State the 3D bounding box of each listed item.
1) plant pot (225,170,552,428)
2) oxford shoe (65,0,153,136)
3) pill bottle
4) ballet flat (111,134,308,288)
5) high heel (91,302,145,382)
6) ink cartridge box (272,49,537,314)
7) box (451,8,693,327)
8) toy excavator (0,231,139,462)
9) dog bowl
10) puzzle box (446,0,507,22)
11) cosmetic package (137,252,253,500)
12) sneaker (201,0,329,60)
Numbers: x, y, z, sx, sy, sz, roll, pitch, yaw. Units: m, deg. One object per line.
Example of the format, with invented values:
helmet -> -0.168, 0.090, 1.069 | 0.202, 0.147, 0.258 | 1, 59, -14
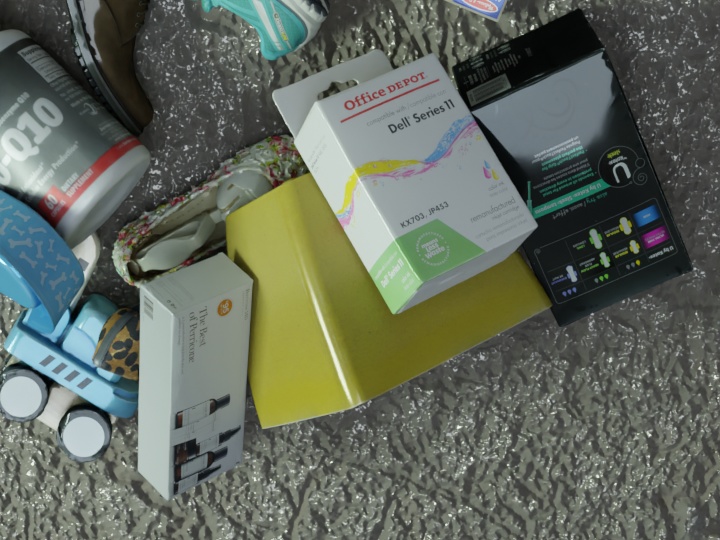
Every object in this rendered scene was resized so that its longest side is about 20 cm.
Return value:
plant pot -> 0.000, 0.000, 1.421 | 0.199, 0.200, 0.178 | -25, 91, -26
oxford shoe -> -0.200, -0.206, 1.427 | 0.084, 0.073, 0.202 | -20, 115, -5
pill bottle -> -0.277, -0.120, 1.417 | 0.200, 0.114, 0.114 | 43, 106, 1
ballet flat -> -0.126, -0.042, 1.492 | 0.199, 0.064, 0.076 | -33, 110, 12
high heel -> -0.179, 0.108, 1.502 | 0.071, 0.142, 0.202 | 21, 126, 29
ink cartridge box -> 0.031, -0.084, 1.328 | 0.116, 0.067, 0.201 | -25, 78, -26
box -> 0.171, -0.085, 1.428 | 0.123, 0.149, 0.201 | -24, 110, 8
toy excavator -> -0.253, 0.033, 1.516 | 0.194, 0.100, 0.201 | 33, 95, -10
dog bowl -> -0.295, -0.023, 1.404 | 0.050, 0.199, 0.112 | -45, 137, -21
puzzle box -> 0.047, -0.299, 1.411 | 0.198, 0.025, 0.134 | 21, 110, -7
cosmetic package -> -0.137, 0.090, 1.443 | 0.082, 0.051, 0.202 | -25, 137, -34
sneaker -> -0.116, -0.249, 1.409 | 0.200, 0.078, 0.080 | 42, 115, -15
